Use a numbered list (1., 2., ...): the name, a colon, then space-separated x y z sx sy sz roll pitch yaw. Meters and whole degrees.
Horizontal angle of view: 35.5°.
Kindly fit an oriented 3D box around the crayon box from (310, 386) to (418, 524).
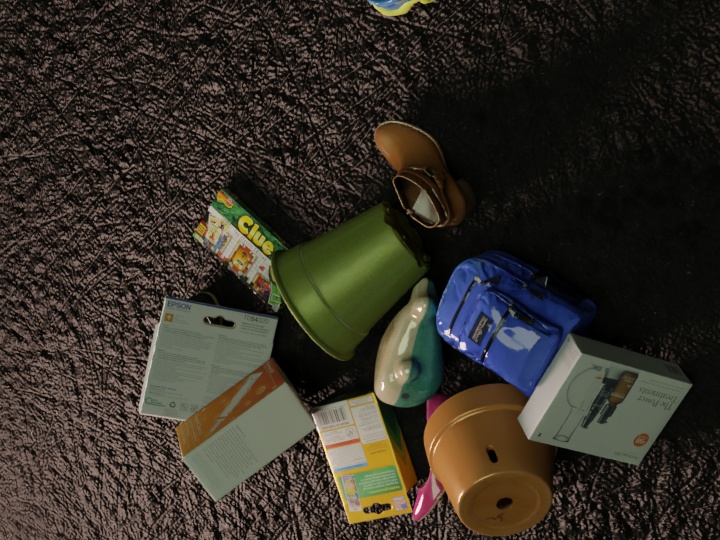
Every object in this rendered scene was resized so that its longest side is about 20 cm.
1. crayon box: 0.011 0.297 1.818 0.124 0.051 0.203 -17 93 29

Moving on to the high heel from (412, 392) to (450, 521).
1. high heel: 0.106 0.290 1.754 0.095 0.067 0.202 29 108 7

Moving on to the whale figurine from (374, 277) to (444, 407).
1. whale figurine: 0.088 0.114 1.692 0.102 0.160 0.202 16 118 -7

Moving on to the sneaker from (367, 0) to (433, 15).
1. sneaker: 0.092 -0.418 1.580 0.199 0.105 0.076 -31 88 29

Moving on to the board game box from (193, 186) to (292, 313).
1. board game box: -0.180 -0.034 1.853 0.200 0.023 0.105 41 114 12

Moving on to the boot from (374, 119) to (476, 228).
1. boot: 0.075 -0.142 1.624 0.200 0.154 0.074 41 116 13

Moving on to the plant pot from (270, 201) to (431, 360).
1. plant pot: 0.000 0.000 1.694 0.189 0.200 0.201 -35 85 15

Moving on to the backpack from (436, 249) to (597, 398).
1. backpack: 0.209 0.065 1.603 0.199 0.167 0.164 35 109 21

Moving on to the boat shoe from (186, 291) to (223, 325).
1. boat shoe: -0.253 0.139 1.908 0.073 0.063 0.204 -16 96 25

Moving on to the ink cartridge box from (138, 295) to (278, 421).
1. ink cartridge box: -0.250 0.152 1.852 0.194 0.043 0.203 12 97 -17

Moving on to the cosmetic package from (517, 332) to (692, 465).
1. cosmetic package: 0.338 0.182 1.561 0.198 0.052 0.152 15 118 -24

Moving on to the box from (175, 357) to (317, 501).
1. box: -0.185 0.252 1.803 0.199 0.124 0.098 -36 110 -4

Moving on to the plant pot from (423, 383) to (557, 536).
1. plant pot: 0.197 0.283 1.620 0.197 0.141 0.202 -3 128 -4
